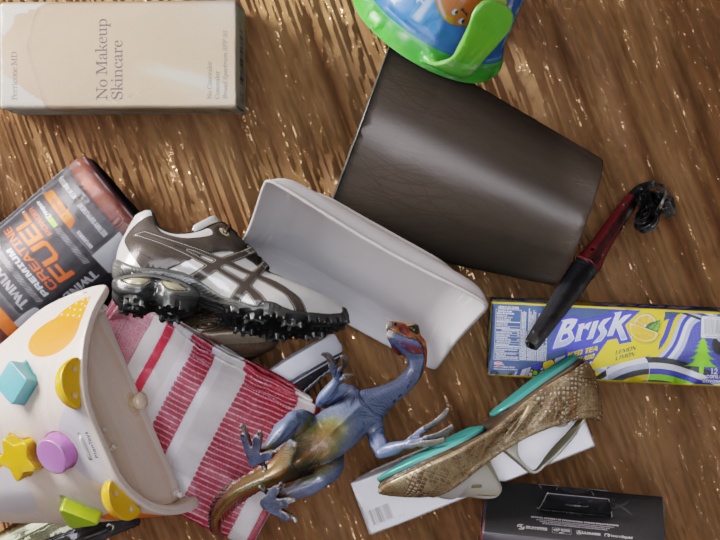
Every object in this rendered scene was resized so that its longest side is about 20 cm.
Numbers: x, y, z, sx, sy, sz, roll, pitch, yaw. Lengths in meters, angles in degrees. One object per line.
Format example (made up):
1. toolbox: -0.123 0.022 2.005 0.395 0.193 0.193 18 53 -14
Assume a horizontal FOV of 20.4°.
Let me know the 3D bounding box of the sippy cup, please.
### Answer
1. sippy cup: 0.082 -0.243 1.618 0.178 0.139 0.131 46 120 24

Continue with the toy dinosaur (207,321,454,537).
1. toy dinosaur: -0.024 0.113 1.608 0.200 0.181 0.105 -21 101 45

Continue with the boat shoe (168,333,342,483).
1. boat shoe: -0.085 0.133 1.688 0.200 0.072 0.068 -39 87 5

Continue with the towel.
1. towel: -0.147 0.124 1.654 0.199 0.023 0.144 28 100 5

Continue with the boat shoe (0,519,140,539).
1. boat shoe: -0.278 0.244 1.697 0.200 0.073 0.065 -35 84 2

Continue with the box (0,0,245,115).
1. box: -0.198 -0.178 1.687 0.199 0.078 0.095 -1 91 3

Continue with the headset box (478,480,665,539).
1. headset box: 0.166 0.260 1.632 0.148 0.075 0.201 6 121 2

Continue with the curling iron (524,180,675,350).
1. curling iron: 0.194 -0.008 1.648 0.200 0.049 0.026 -45 116 -26

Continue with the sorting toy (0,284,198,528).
1. sorting toy: -0.258 0.137 1.615 0.179 0.107 0.201 -14 106 29

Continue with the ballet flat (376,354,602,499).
1. ballet flat: 0.109 0.142 1.589 0.200 0.071 0.065 -31 91 -7

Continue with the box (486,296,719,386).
1. box: 0.206 0.059 1.673 0.199 0.070 0.065 3 93 3

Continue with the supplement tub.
1. supplement tub: -0.271 0.005 1.674 0.200 0.107 0.107 -41 89 -1

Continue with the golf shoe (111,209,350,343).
1. golf shoe: -0.100 0.002 1.624 0.199 0.078 0.095 12 71 -15

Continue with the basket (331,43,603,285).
1. basket: 0.088 -0.076 1.649 0.199 0.136 0.181 20 108 -2

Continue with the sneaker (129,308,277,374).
1. sneaker: -0.162 0.080 1.703 0.199 0.070 0.076 -6 107 8

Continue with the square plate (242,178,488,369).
1. square plate: 0.000 0.000 1.624 0.198 0.200 0.029 30 69 -1

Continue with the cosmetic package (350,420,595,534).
1. cosmetic package: 0.094 0.159 1.674 0.199 0.083 0.051 -22 84 2
